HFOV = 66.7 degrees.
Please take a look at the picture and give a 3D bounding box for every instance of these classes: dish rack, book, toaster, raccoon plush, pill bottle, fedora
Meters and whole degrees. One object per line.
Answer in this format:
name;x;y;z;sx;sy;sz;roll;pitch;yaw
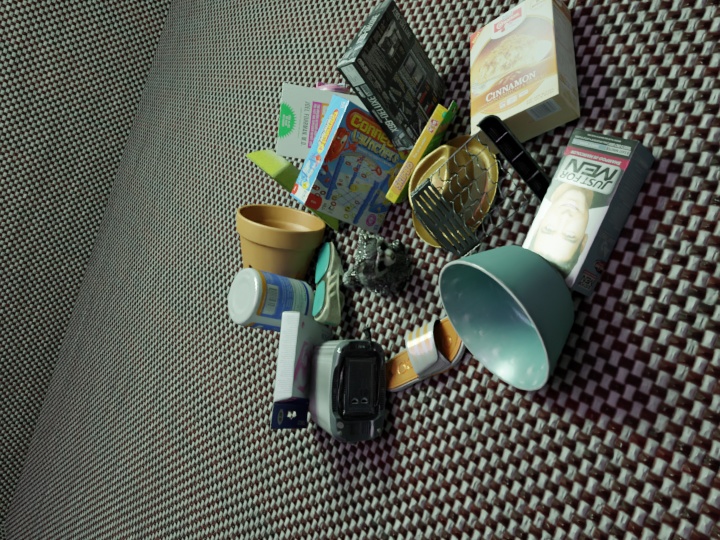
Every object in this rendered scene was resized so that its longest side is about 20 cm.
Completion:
dish rack;0.177;-0.119;0.849;0.199;0.055;0.154;-41;93;23
book;-0.064;-0.285;1.087;0.048;0.194;0.138;-116;33;-71
toaster;-0.027;0.200;0.982;0.128;0.111;0.207;-10;78;61
raccoon plush;0.000;0.000;1.016;0.198;0.132;0.099;-30;57;38
pill bottle;-0.162;0.069;1.127;0.110;0.197;0.115;-16;67;42
fedora;0.142;-0.146;0.943;0.198;0.081;0.207;-19;64;43

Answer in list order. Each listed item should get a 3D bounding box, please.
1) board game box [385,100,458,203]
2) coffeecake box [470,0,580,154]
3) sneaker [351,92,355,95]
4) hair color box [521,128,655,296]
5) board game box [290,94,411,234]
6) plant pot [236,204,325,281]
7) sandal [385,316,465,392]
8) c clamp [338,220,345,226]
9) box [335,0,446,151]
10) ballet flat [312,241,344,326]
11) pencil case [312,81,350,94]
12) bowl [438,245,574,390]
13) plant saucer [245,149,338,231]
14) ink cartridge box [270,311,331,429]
board game box;0.114;-0.216;0.997;0.030;0.095;0.202;35;106;8
coffeecake box;0.255;-0.314;0.870;0.151;0.072;0.206;-18;60;44
sneaker;-0.003;-0.335;1.173;0.197;0.077;0.085;-11;64;47
hair color box;0.305;-0.080;0.753;0.098;0.060;0.205;31;101;49
board game box;-0.007;-0.194;1.042;0.056;0.197;0.200;37;105;46
plant pot;-0.184;-0.051;1.218;0.199;0.196;0.144;34;119;48
sandal;0.092;0.147;0.920;0.206;0.058;0.081;-41;50;33
c clamp;-0.019;-0.195;1.187;0.168;0.027;0.206;1;78;49
box;0.063;-0.345;0.980;0.049;0.200;0.160;2;57;46
ballet flat;-0.061;0.031;1.132;0.067;0.061;0.204;-41;33;41
pencil case;-0.066;-0.288;1.152;0.087;0.086;0.206;25;118;49
bowl;0.209;0.048;0.747;0.104;0.204;0.200;-33;37;-20
plant saucer;-0.137;-0.186;1.184;0.048;0.199;0.199;-50;35;1
ink cartridge box;-0.107;0.196;1.039;0.042;0.196;0.206;0;76;14
